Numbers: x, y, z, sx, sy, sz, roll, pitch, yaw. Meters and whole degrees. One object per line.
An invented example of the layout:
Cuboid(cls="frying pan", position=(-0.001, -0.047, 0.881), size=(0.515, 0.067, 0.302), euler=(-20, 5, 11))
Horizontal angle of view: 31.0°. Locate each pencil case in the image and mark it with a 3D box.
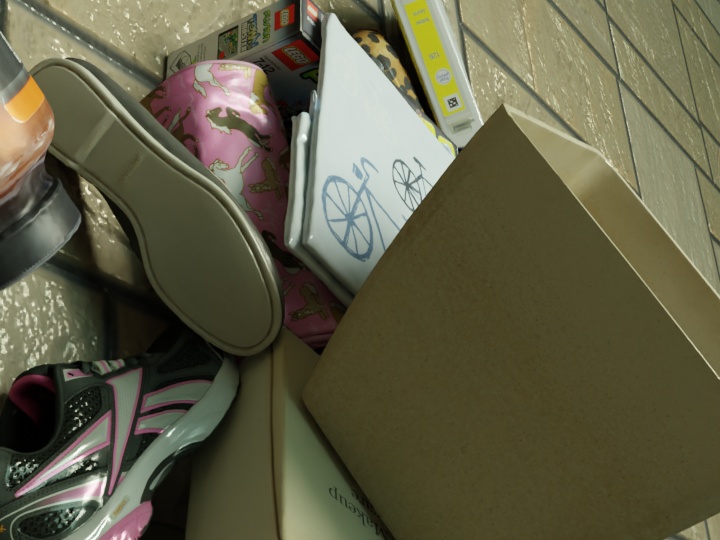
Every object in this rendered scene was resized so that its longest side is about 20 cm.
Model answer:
Cuboid(cls="pencil case", position=(-0.068, -0.030, 0.773), size=(0.086, 0.083, 0.200), euler=(20, 45, -61))

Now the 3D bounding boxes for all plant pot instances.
Cuboid(cls="plant pot", position=(0.093, 0.060, 0.657), size=(0.200, 0.177, 0.200), euler=(54, 17, 16))

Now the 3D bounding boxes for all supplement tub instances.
Cuboid(cls="supplement tub", position=(-0.206, -0.083, 0.560), size=(0.200, 0.107, 0.107), euler=(58, 30, -22))

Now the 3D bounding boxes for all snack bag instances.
Cuboid(cls="snack bag", position=(0.017, -0.041, 0.804), size=(0.189, 0.021, 0.200), euler=(44, 37, -41))

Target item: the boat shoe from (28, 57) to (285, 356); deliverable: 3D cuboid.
Cuboid(cls="boat shoe", position=(-0.105, -0.039, 0.709), size=(0.200, 0.067, 0.057), euler=(48, 13, 7))

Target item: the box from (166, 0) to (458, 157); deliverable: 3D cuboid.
Cuboid(cls="box", position=(-0.028, -0.103, 0.892), size=(0.200, 0.110, 0.035), euler=(37, 42, -46))

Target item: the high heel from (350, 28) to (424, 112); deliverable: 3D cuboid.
Cuboid(cls="high heel", position=(0.050, -0.105, 1.076), size=(0.200, 0.071, 0.143), euler=(44, 39, -31))

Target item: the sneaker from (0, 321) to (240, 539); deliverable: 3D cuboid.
Cuboid(cls="sneaker", position=(-0.127, 0.072, 0.640), size=(0.086, 0.080, 0.200), euler=(51, 26, -13))

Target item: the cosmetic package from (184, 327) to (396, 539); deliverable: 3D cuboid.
Cuboid(cls="cosmetic package", position=(-0.028, 0.130, 0.641), size=(0.104, 0.073, 0.200), euler=(41, 20, -25))

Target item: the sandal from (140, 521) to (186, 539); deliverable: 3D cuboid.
Cuboid(cls="sandal", position=(-0.055, 0.178, 0.675), size=(0.200, 0.054, 0.080), euler=(28, 42, -22))

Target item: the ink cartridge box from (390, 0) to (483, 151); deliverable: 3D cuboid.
Cuboid(cls="ink cartridge box", position=(0.081, -0.148, 1.130), size=(0.198, 0.047, 0.200), euler=(-13, 85, -84))

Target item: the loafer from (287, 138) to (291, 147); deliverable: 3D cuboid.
Cuboid(cls="loafer", position=(0.000, 0.000, 0.868), size=(0.073, 0.071, 0.200), euler=(-26, 95, -65))
